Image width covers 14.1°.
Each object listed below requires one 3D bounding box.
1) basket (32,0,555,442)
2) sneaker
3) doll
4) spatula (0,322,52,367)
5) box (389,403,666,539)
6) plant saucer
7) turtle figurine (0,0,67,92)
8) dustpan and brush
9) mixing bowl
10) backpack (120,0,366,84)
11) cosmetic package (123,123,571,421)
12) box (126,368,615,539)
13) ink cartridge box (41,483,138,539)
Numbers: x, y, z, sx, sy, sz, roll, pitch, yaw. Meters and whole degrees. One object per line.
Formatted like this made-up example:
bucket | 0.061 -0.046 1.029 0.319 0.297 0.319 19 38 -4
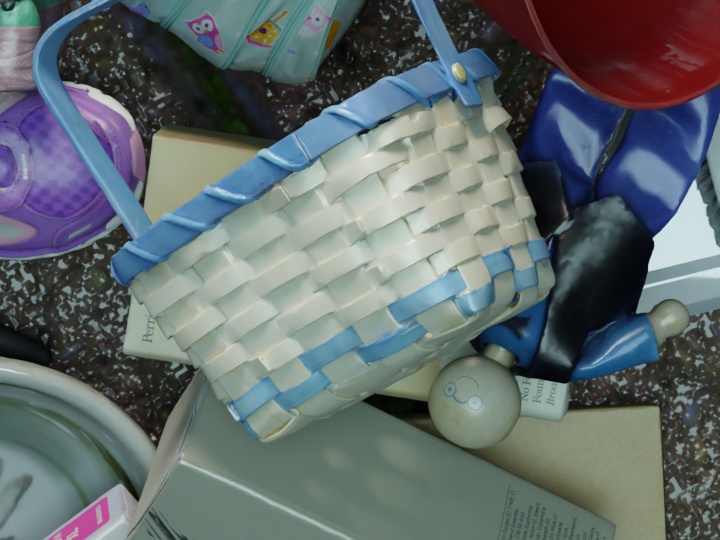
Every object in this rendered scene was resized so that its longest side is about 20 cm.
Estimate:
basket | -0.028 -0.045 1.186 0.176 0.139 0.200 -28 91 28
sneaker | -0.196 -0.042 1.282 0.199 0.088 0.081 0 94 13
doll | 0.082 -0.017 1.237 0.136 0.048 0.200 24 85 13
spatula | -0.225 0.010 1.296 0.200 0.021 0.056 20 142 -29
box | 0.043 0.145 1.340 0.199 0.021 0.164 -3 96 2
plant saucer | -0.178 0.123 1.317 0.199 0.050 0.201 -3 112 -8
turtle figurine | -0.156 -0.183 1.247 0.100 0.150 0.201 5 108 19
dustpan and brush | 0.158 -0.081 1.294 0.139 0.057 0.201 -14 95 3
mixing bowl | 0.091 -0.172 1.169 0.108 0.200 0.201 18 99 44
backpack | -0.030 -0.183 1.246 0.126 0.167 0.200 31 104 -1
cosmetic package | 0.000 0.000 1.302 0.199 0.071 0.106 7 96 1
box | 0.006 0.115 1.266 0.200 0.082 0.068 27 133 -7
ink cartridge box | -0.149 0.199 1.304 0.200 0.042 0.119 -37 114 4
